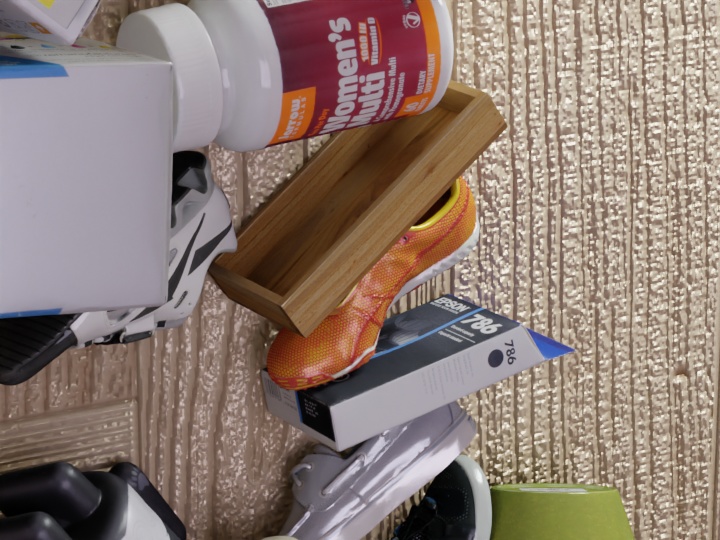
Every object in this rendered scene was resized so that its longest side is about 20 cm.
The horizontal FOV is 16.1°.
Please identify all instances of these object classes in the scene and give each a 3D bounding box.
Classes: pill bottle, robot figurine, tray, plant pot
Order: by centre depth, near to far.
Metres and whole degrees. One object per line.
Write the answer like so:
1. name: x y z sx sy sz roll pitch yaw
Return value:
1. pill bottle: -0.049 -0.137 1.633 0.199 0.109 0.110 -14 111 -28
2. robot figurine: -0.168 0.212 1.649 0.150 0.125 0.200 -43 122 -8
3. tray: -0.003 -0.048 1.689 0.200 0.098 0.037 -47 126 -14
4. plant pot: 0.138 0.257 1.836 0.186 0.187 0.201 1 89 -32

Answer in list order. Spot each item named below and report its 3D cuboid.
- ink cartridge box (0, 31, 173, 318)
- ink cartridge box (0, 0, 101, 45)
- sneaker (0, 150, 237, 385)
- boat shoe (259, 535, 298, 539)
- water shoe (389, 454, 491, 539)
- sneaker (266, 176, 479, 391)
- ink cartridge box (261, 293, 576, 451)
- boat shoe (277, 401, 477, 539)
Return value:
1. ink cartridge box: -0.218 -0.064 1.493 0.147 0.200 0.146 -5 104 -30
2. ink cartridge box: -0.269 -0.203 1.424 0.200 0.197 0.047 39 79 -34
3. sneaker: -0.152 0.020 1.632 0.200 0.074 0.089 -43 125 -20
4. boat shoe: -0.062 0.270 1.727 0.073 0.063 0.202 2 123 -14
5. water shoe: 0.029 0.223 1.806 0.079 0.071 0.201 20 90 -30
6. sneaker: 0.000 0.000 1.723 0.200 0.073 0.077 -49 137 -24
7. ink cartridge box: 0.041 0.061 1.750 0.199 0.099 0.039 -21 112 -27
8. boat shoe: -0.011 0.149 1.766 0.200 0.072 0.069 -39 92 -4
